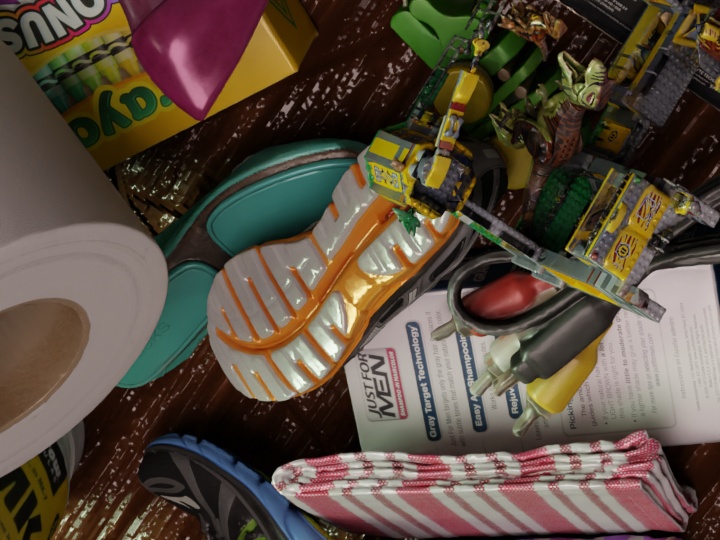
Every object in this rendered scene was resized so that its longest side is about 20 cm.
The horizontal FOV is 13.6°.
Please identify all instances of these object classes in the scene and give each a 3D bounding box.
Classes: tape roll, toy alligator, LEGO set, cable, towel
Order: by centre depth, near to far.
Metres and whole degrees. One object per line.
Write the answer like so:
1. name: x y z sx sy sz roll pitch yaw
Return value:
1. LEGO set: 0.110 -0.073 1.357 0.154 0.116 0.200 43 80 -31
2. tape roll: -0.210 0.001 1.432 0.139 0.202 0.203 51 119 24
3. cable: 0.121 -0.005 1.468 0.200 0.050 0.097 -39 106 14
4. toy alligator: 0.060 -0.108 1.485 0.054 0.059 0.200 -33 103 23
5. towel: 0.067 0.113 1.550 0.199 0.146 0.030 -2 75 14

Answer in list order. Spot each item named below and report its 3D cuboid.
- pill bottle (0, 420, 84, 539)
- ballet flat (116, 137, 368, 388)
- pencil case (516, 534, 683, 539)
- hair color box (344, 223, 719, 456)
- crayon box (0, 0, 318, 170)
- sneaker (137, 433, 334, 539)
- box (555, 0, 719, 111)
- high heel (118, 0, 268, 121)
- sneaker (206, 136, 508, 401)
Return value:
1. pill bottle: -0.218 0.124 1.573 0.114 0.200 0.115 5 115 11
2. ballet flat: -0.068 -0.019 1.547 0.200 0.071 0.067 -38 121 22
3. pencil case: 0.081 0.186 1.597 0.199 0.086 0.084 -7 118 15
4. hair color box: 0.093 0.040 1.542 0.199 0.061 0.100 -6 110 15
5. crayon box: -0.151 -0.139 1.519 0.199 0.058 0.173 -25 106 22
6. sneaker: -0.056 0.156 1.580 0.083 0.071 0.200 -48 59 -1
7. box: 0.215 -0.166 1.430 0.200 0.050 0.199 33 116 -2
8. high heel: -0.023 -0.153 1.440 0.200 0.067 0.096 -30 83 -6
9. sneaker: 0.000 0.000 1.483 0.200 0.077 0.078 -38 77 37
